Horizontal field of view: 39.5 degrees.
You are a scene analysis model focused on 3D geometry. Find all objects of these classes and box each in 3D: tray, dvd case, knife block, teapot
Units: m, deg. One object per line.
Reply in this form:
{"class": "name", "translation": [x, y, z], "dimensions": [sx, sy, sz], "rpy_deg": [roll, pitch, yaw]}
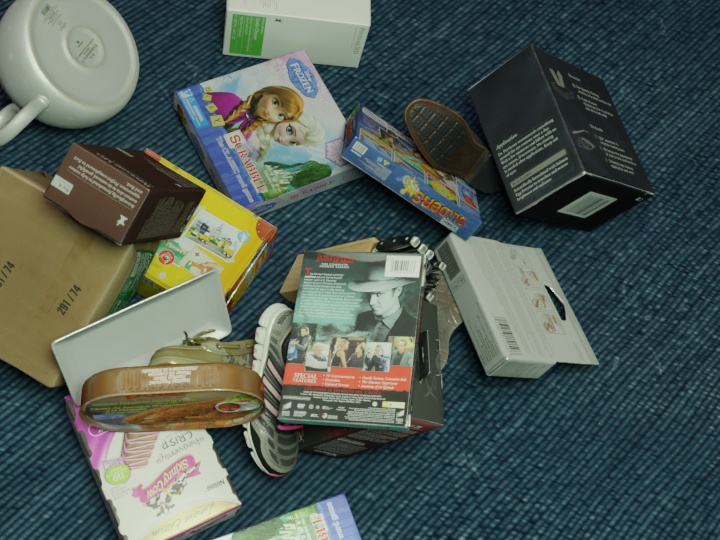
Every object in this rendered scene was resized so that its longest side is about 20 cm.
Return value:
{"class": "tray", "translation": [-0.245, 0.071, 1.137], "dimensions": [0.200, 0.107, 0.022], "rpy_deg": [-26, 45, -21]}
{"class": "dvd case", "translation": [-0.006, 0.073, 1.099], "dimensions": [0.146, 0.022, 0.200], "rpy_deg": [1, 67, 14]}
{"class": "knife block", "translation": [0.000, 0.000, 1.222], "dimensions": [0.200, 0.176, 0.064], "rpy_deg": [19, 61, 11]}
{"class": "teapot", "translation": [-0.398, -0.264, 1.302], "dimensions": [0.200, 0.146, 0.198], "rpy_deg": [-10, 87, -50]}

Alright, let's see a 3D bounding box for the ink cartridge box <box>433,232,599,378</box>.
{"class": "ink cartridge box", "translation": [0.202, 0.048, 1.309], "dimensions": [0.173, 0.044, 0.200], "rpy_deg": [8, 48, -38]}

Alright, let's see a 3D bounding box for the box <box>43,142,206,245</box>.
{"class": "box", "translation": [-0.258, -0.086, 1.126], "dimensions": [0.100, 0.200, 0.075], "rpy_deg": [32, 99, 4]}

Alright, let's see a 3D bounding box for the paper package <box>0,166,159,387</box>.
{"class": "paper package", "translation": [-0.365, 0.007, 1.158], "dimensions": [0.191, 0.103, 0.200], "rpy_deg": [30, 95, 3]}

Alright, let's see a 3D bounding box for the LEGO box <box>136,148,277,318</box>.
{"class": "LEGO box", "translation": [-0.230, -0.035, 1.263], "dimensions": [0.200, 0.077, 0.149], "rpy_deg": [32, 63, 5]}

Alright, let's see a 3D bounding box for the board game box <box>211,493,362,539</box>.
{"class": "board game box", "translation": [-0.076, 0.377, 1.122], "dimensions": [0.199, 0.041, 0.200], "rpy_deg": [-17, 70, -18]}

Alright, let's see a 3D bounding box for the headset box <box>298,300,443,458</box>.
{"class": "headset box", "translation": [0.014, 0.122, 1.167], "dimensions": [0.075, 0.200, 0.149], "rpy_deg": [19, 59, -37]}

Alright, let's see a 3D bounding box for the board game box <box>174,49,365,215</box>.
{"class": "board game box", "translation": [-0.122, -0.186, 1.367], "dimensions": [0.199, 0.041, 0.200], "rpy_deg": [-24, 73, -21]}

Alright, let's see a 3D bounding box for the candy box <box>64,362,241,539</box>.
{"class": "candy box", "translation": [-0.240, 0.214, 1.155], "dimensions": [0.136, 0.061, 0.200], "rpy_deg": [-22, 72, -21]}

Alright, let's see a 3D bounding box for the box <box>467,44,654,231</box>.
{"class": "box", "translation": [0.272, -0.173, 1.360], "dimensions": [0.197, 0.117, 0.200], "rpy_deg": [8, 58, -48]}

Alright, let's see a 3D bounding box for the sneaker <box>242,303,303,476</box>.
{"class": "sneaker", "translation": [-0.078, 0.139, 1.151], "dimensions": [0.074, 0.087, 0.200], "rpy_deg": [10, 83, -51]}

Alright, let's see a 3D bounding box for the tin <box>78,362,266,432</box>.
{"class": "tin", "translation": [-0.204, 0.139, 1.095], "dimensions": [0.200, 0.112, 0.042], "rpy_deg": [-2, 65, -6]}

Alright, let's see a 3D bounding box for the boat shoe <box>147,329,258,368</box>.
{"class": "boat shoe", "translation": [-0.171, 0.102, 1.167], "dimensions": [0.073, 0.200, 0.063], "rpy_deg": [-17, 73, 28]}

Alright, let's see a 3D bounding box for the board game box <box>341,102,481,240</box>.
{"class": "board game box", "translation": [0.068, -0.132, 1.322], "dimensions": [0.200, 0.034, 0.135], "rpy_deg": [33, 24, -14]}

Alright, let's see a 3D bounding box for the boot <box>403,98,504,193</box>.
{"class": "boot", "translation": [0.113, -0.180, 1.355], "dimensions": [0.075, 0.200, 0.097], "rpy_deg": [-48, 38, 10]}

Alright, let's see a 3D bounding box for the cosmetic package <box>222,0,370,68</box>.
{"class": "cosmetic package", "translation": [-0.092, -0.360, 1.427], "dimensions": [0.200, 0.108, 0.085], "rpy_deg": [4, 65, -8]}

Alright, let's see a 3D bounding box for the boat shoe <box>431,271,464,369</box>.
{"class": "boat shoe", "translation": [0.082, 0.071, 1.278], "dimensions": [0.076, 0.072, 0.200], "rpy_deg": [39, 42, -5]}
